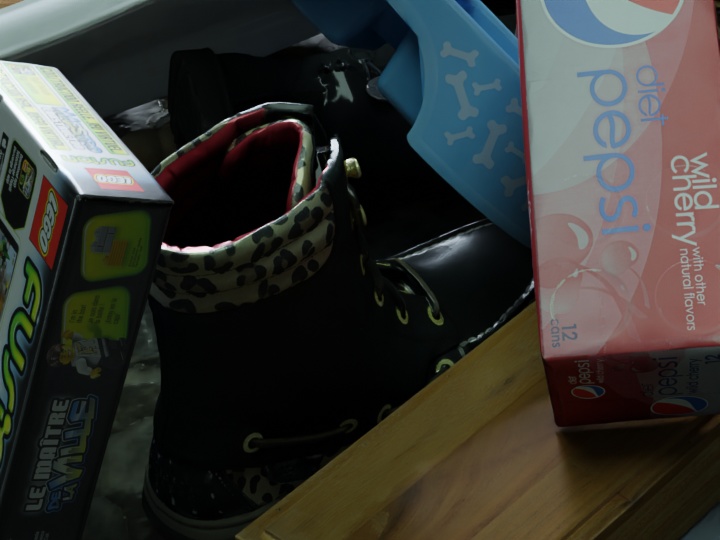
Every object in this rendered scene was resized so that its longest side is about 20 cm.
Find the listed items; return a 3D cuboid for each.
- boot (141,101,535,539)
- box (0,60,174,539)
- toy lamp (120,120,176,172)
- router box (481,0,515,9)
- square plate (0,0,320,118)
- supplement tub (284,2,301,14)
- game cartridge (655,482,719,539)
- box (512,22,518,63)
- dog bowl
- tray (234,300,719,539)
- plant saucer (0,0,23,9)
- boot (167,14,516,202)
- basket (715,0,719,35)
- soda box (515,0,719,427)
[{"bbox_3d":[0.000,0.001,0.736,0.203,0.154,0.073,-33,51,-28],"label":"boot"},{"bbox_3d":[-0.125,0.041,0.690,0.035,0.201,0.110,3,26,-33],"label":"box"},{"bbox_3d":[-0.125,-0.050,0.932,0.198,0.059,0.058,-14,35,-4],"label":"toy lamp"},{"bbox_3d":[0.133,-0.198,1.067,0.199,0.053,0.158,7,39,24],"label":"router box"},{"bbox_3d":[-0.119,-0.099,0.894,0.197,0.029,0.200,-19,-4,11],"label":"square plate"},{"bbox_3d":[-0.026,-0.187,0.988,0.199,0.123,0.123,-18,22,46],"label":"supplement tub"},{"bbox_3d":[0.142,0.061,0.727,0.198,0.041,0.134,-13,39,-4],"label":"game cartridge"},{"bbox_3d":[0.106,-0.190,0.847,0.049,0.201,0.162,10,35,1],"label":"box"},{"bbox_3d":[0.019,-0.095,0.782,0.050,0.200,0.111,-46,-6,12],"label":"dog bowl"},{"bbox_3d":[0.063,0.065,0.682,0.098,0.037,0.200,25,50,40],"label":"tray"},{"bbox_3d":[-0.203,-0.113,0.980,0.199,0.033,0.200,-8,-1,0],"label":"plant saucer"},{"bbox_3d":[0.028,-0.040,0.874,0.198,0.066,0.166,-5,58,-17],"label":"boot"},{"bbox_3d":[0.215,-0.105,0.806,0.142,0.150,0.200,9,31,37],"label":"basket"},{"bbox_3d":[0.090,-0.052,0.678,0.069,0.064,0.201,-5,65,7],"label":"soda box"}]
